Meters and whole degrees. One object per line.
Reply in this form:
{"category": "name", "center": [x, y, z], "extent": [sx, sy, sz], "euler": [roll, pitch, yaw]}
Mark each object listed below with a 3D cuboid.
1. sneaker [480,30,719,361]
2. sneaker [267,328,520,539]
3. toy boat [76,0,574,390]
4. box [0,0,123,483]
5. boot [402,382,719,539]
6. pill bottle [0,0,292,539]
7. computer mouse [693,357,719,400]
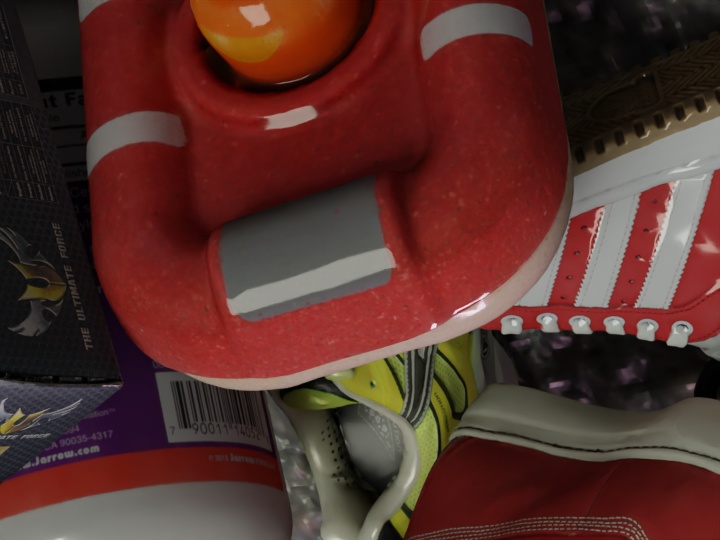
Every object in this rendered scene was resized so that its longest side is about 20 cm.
{"category": "sneaker", "center": [0.082, 0.003, 0.759], "extent": [0.199, 0.071, 0.113], "euler": [-19, 114, 16]}
{"category": "sneaker", "center": [0.000, 0.000, 0.820], "extent": [0.075, 0.076, 0.201], "euler": [-3, 119, 32]}
{"category": "toy boat", "center": [-0.025, -0.077, 0.694], "extent": [0.130, 0.201, 0.131], "euler": [-18, 144, 13]}
{"category": "box", "center": [-0.152, -0.021, 0.747], "extent": [0.158, 0.051, 0.201], "euler": [-37, 61, 38]}
{"category": "boot", "center": [0.064, 0.109, 0.736], "extent": [0.072, 0.145, 0.200], "euler": [44, 158, -25]}
{"category": "pill bottle", "center": [-0.092, 0.005, 0.801], "extent": [0.112, 0.112, 0.201], "euler": [-28, 67, 38]}
{"category": "computer mouse", "center": [0.195, 0.060, 0.793], "extent": [0.199, 0.034, 0.059], "euler": [21, 121, 23]}
